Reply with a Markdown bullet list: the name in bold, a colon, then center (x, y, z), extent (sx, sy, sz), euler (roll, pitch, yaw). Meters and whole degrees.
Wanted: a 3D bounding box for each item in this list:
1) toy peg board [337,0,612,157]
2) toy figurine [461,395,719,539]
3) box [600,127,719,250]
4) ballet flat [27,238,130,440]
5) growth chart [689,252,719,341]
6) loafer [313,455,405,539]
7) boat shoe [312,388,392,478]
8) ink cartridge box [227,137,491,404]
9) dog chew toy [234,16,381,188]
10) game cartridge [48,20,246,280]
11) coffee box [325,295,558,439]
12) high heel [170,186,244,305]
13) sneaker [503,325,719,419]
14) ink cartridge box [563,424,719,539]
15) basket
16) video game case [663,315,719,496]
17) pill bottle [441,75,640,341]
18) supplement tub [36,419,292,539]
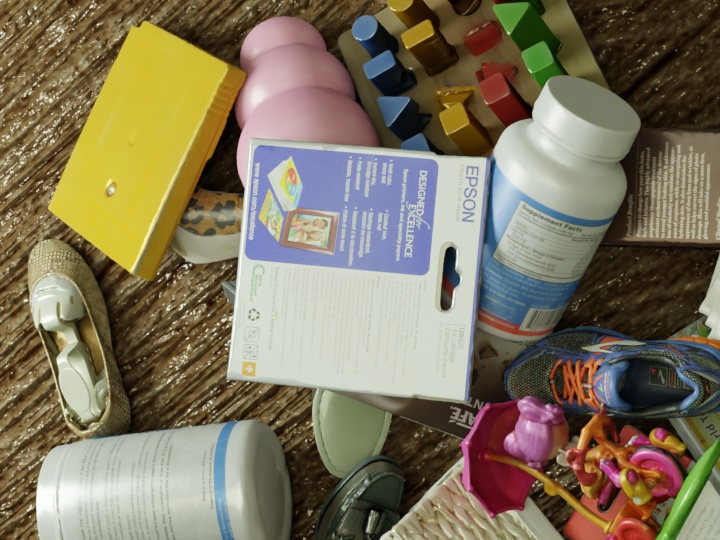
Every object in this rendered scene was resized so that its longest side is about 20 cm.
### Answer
- **toy peg board**: center (0.082, -0.181, 1.527), extent (0.199, 0.098, 0.201), euler (-28, 62, 13)
- **toy figurine**: center (0.167, 0.160, 1.420), extent (0.184, 0.150, 0.200), euler (30, 140, 13)
- **box**: center (0.282, -0.066, 1.514), extent (0.199, 0.075, 0.101), euler (3, 89, 17)
- **ballet flat**: center (-0.263, 0.064, 1.662), extent (0.070, 0.065, 0.201), euler (-24, 84, 13)
- **growth chart**: center (0.333, -0.003, 1.425), extent (0.144, 0.018, 0.201), euler (17, 94, 42)
- **loafer**: center (-0.014, 0.258, 1.588), extent (0.072, 0.063, 0.200), euler (23, 105, -31)
- **boat shoe**: center (-0.010, 0.080, 1.601), extent (0.071, 0.061, 0.202), euler (1, 95, -10)
- **ink cartridge box**: center (0.000, 0.000, 1.460), extent (0.199, 0.047, 0.199), euler (6, 89, 8)
- **dog chew toy**: center (-0.054, -0.138, 1.575), extent (0.124, 0.125, 0.201), euler (-23, 57, 13)
- **game cartridge**: center (-0.192, -0.112, 1.617), extent (0.176, 0.032, 0.201), euler (33, 98, 49)
- **coffee box**: center (0.057, 0.070, 1.538), extent (0.199, 0.080, 0.113), euler (21, 93, -9)
- **high heel**: center (-0.109, -0.065, 1.642), extent (0.142, 0.072, 0.200), euler (-37, 62, -16)
- **sneaker**: center (0.202, 0.084, 1.447), extent (0.199, 0.078, 0.076), euler (-5, 94, 31)
- **ink cartridge box**: center (0.284, 0.224, 1.520), extent (0.200, 0.067, 0.116), euler (32, 96, 12)
- **basket**: center (0.100, 0.273, 1.511), extent (0.123, 0.136, 0.200), euler (-32, 78, -33)
- **video game case**: center (0.352, 0.112, 1.486), extent (0.182, 0.023, 0.200), euler (-30, 78, -12)
- **pill bottle**: center (0.146, -0.052, 1.461), extent (0.112, 0.112, 0.201), euler (31, 120, 13)
- **supplement tub**: center (-0.170, 0.206, 1.604), extent (0.199, 0.132, 0.133), euler (-7, 88, 14)
